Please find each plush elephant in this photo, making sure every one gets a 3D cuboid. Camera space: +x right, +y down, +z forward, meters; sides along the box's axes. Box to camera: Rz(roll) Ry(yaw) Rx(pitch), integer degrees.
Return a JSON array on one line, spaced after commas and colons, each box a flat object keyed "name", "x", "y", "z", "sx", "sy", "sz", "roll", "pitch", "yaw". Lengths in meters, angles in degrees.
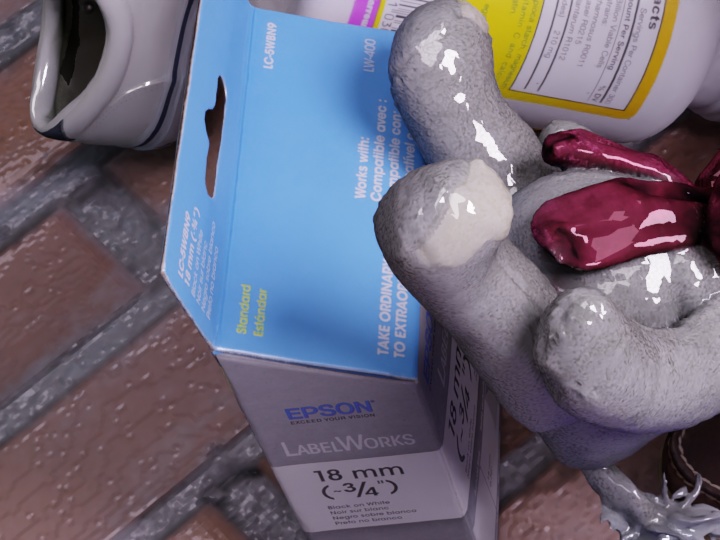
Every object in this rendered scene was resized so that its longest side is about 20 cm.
[{"name": "plush elephant", "x": 0.113, "y": -0.007, "z": 0.654, "sx": 0.155, "sy": 0.200, "sz": 0.165, "roll": -28, "pitch": 16, "yaw": 15}]

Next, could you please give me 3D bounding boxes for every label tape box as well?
[{"name": "label tape box", "x": 0.000, "y": 0.000, "z": 0.736, "sx": 0.063, "sy": 0.200, "sz": 0.144, "roll": -6, "pitch": 53, "yaw": 13}]

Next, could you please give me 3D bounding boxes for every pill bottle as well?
[{"name": "pill bottle", "x": 0.064, "y": -0.105, "z": 0.816, "sx": 0.200, "sy": 0.104, "sz": 0.104, "roll": 9, "pitch": 49, "yaw": -19}]

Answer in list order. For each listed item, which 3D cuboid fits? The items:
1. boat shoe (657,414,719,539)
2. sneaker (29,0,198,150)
[{"name": "boat shoe", "x": 0.189, "y": 0.071, "z": 0.709, "sx": 0.200, "sy": 0.072, "sz": 0.072, "roll": 17, "pitch": 60, "yaw": 28}, {"name": "sneaker", "x": -0.091, "y": -0.140, "z": 0.872, "sx": 0.071, "sy": 0.200, "sz": 0.073, "roll": -10, "pitch": 26, "yaw": -41}]
